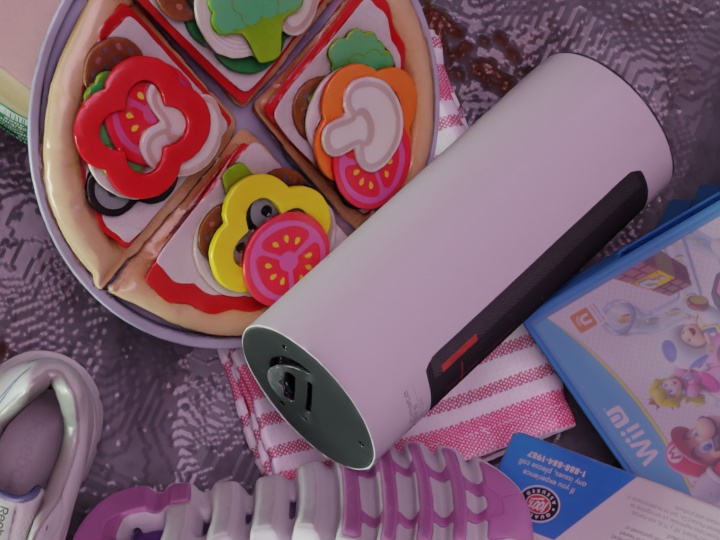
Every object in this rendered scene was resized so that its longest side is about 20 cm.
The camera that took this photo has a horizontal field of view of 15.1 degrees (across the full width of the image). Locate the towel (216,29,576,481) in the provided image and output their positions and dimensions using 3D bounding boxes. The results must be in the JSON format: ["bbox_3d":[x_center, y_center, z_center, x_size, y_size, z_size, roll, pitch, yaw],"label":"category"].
[{"bbox_3d":[0.000,0.000,1.229,0.146,0.030,0.201,-18,83,-10],"label":"towel"}]

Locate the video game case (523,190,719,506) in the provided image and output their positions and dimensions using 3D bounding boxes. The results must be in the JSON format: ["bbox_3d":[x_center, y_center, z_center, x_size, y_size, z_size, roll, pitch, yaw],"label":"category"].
[{"bbox_3d":[0.191,0.027,1.184,0.199,0.018,0.143,-31,104,20],"label":"video game case"}]

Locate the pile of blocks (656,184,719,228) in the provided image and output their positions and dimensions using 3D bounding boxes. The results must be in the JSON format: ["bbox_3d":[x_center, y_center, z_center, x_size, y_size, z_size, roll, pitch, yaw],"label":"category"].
[{"bbox_3d":[0.199,-0.012,1.248,0.199,0.082,0.062,-22,127,-1],"label":"pile of blocks"}]

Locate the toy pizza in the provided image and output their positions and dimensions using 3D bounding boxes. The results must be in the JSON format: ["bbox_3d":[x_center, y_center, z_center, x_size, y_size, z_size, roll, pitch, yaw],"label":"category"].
[{"bbox_3d":[-0.047,-0.064,1.160,0.199,0.032,0.202,-6,103,-29],"label":"toy pizza"}]

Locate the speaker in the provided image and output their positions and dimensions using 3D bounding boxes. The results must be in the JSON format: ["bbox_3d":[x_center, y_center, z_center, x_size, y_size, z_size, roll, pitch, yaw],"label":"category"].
[{"bbox_3d":[0.042,-0.006,1.177,0.200,0.081,0.081,-42,87,-24],"label":"speaker"}]

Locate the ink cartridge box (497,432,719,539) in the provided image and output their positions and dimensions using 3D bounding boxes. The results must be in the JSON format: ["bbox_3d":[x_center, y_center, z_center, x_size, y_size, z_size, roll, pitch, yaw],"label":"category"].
[{"bbox_3d":[0.085,0.186,1.168,0.116,0.067,0.201,19,78,26],"label":"ink cartridge box"}]

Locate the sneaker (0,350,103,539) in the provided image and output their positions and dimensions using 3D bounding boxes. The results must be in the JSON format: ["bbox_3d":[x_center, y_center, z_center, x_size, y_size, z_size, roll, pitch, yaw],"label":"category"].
[{"bbox_3d":[-0.161,0.127,1.161,0.074,0.087,0.201,13,80,-5],"label":"sneaker"}]

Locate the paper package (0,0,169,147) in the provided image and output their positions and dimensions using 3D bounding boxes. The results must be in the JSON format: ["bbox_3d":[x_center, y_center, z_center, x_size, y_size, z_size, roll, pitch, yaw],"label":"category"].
[{"bbox_3d":[-0.149,-0.176,1.205,0.200,0.103,0.191,36,80,0],"label":"paper package"}]

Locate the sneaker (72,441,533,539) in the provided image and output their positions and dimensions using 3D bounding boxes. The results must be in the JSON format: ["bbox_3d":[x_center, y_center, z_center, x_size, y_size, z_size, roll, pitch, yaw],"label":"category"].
[{"bbox_3d":[-0.021,0.134,1.167,0.199,0.081,0.089,-9,117,10],"label":"sneaker"}]
